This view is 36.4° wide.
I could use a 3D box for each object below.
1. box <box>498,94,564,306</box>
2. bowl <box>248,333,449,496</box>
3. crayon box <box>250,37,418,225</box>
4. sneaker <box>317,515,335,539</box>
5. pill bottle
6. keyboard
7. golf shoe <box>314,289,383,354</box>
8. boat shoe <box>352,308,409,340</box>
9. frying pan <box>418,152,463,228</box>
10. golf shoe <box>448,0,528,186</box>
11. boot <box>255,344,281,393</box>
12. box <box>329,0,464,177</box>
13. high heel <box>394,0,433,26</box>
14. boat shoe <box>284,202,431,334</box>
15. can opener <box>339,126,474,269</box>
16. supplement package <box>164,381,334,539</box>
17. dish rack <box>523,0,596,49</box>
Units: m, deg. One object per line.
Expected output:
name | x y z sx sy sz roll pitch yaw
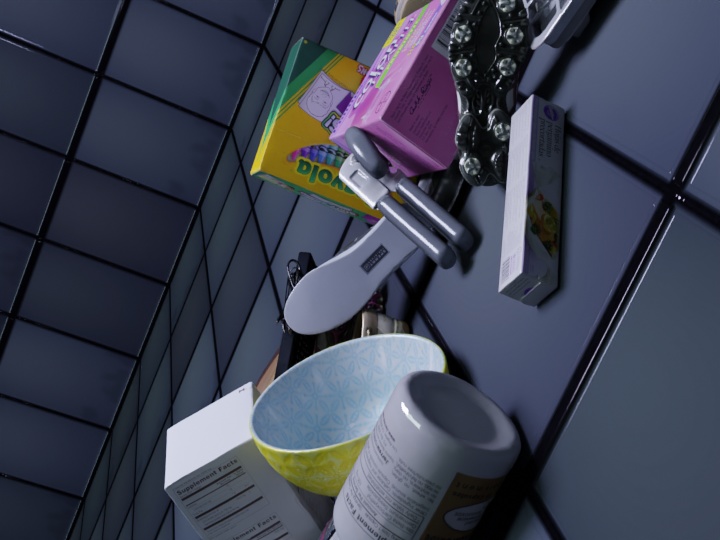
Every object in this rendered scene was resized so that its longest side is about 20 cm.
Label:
box | 0.154 -0.065 0.980 0.041 0.038 0.203 -46 29 51
bowl | 0.002 0.158 1.054 0.200 0.197 0.109 -120 9 -69
crayon box | -0.017 -0.166 1.367 0.058 0.197 0.175 -13 58 70
sneaker | -0.029 0.315 1.084 0.202 0.080 0.075 -58 4 13
pill bottle | 0.041 0.195 0.912 0.115 0.113 0.202 -103 36 -62
keyboard | -0.062 0.069 1.276 0.105 0.039 0.202 62 -153 -46
golf shoe | -0.027 0.095 1.323 0.092 0.072 0.203 139 147 -61
boat shoe | -0.007 0.144 1.212 0.072 0.064 0.203 -174 103 -73
frying pan | 0.104 -0.109 1.223 0.190 0.030 0.117 161 126 -73
golf shoe | 0.123 -0.187 1.090 0.088 0.076 0.204 -66 -21 -79
boot | -0.086 0.115 1.440 0.201 0.072 0.166 -56 7 -26
box | 0.070 -0.208 1.258 0.178 0.096 0.200 -59 14 -8
high heel | 0.084 -0.366 1.408 0.201 0.070 0.145 81 -166 -62
boat shoe | 0.000 0.000 1.229 0.199 0.069 0.057 -39 0 1
can opener | 0.040 -0.077 1.167 0.053 0.067 0.200 -44 56 -1
supplement package | -0.107 0.241 1.147 0.108 0.202 0.114 -29 23 4
dish rack | 0.223 -0.317 1.047 0.173 0.043 0.201 -88 24 -48
